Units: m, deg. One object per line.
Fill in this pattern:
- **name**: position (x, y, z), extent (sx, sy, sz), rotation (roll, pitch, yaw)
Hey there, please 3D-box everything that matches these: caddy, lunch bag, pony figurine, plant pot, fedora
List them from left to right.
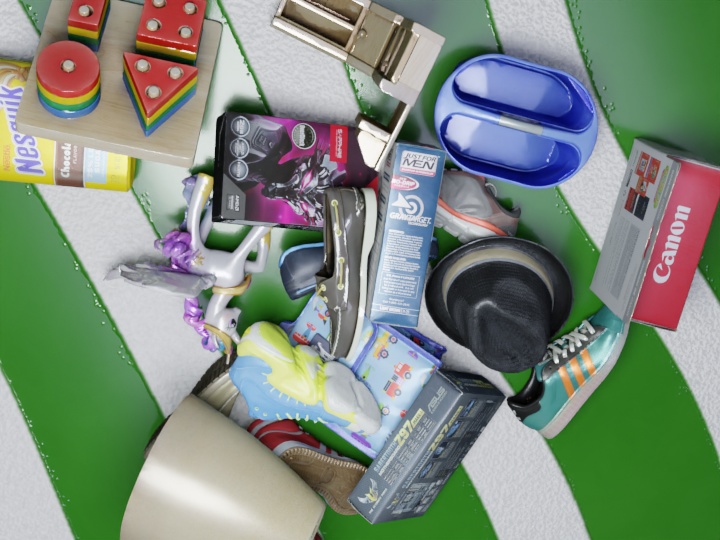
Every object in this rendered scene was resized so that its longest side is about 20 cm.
- **pony figurine**: position (-0.194, -0.008, 1.423), extent (0.191, 0.166, 0.203), rotation (21, 87, -16)
- **plant pot**: position (-0.147, 0.271, 1.372), extent (0.198, 0.187, 0.190), rotation (24, 102, 6)
- **lunch bag**: position (-0.014, 0.116, 1.496), extent (0.198, 0.094, 0.152), rotation (32, 100, 3)
- **fedora**: position (0.173, 0.056, 1.442), extent (0.197, 0.092, 0.203), rotation (-2, 131, -2)
- **caddy**: position (0.182, -0.179, 1.411), extent (0.197, 0.105, 0.143), rotation (13, 104, -7)

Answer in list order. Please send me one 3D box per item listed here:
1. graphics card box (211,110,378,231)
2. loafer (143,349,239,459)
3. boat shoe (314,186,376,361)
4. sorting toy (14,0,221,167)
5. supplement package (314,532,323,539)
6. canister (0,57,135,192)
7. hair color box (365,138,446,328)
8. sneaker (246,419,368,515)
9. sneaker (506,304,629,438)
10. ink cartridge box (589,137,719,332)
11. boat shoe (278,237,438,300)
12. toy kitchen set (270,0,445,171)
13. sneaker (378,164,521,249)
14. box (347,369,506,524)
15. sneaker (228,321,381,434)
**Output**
- **graphics card box**: position (-0.074, -0.112, 1.398), extent (0.197, 0.051, 0.128), rotation (5, 85, -21)
- **loafer**: position (-0.191, 0.180, 1.500), extent (0.068, 0.076, 0.200), rotation (41, 108, -13)
- **boat shoe**: position (-0.024, 0.004, 1.372), extent (0.060, 0.072, 0.205), rotation (3, 101, -14)
- **sorting toy**: position (-0.265, -0.233, 1.328), extent (0.197, 0.070, 0.201), rotation (11, 59, -7)
- **supplement package**: position (-0.109, 0.379, 1.526), extent (0.119, 0.121, 0.201), rotation (-31, 104, 4)
- **canister**: position (-0.363, -0.172, 1.392), extent (0.197, 0.087, 0.151), rotation (5, 103, -6)
- **hair color box**: position (0.049, -0.045, 1.360), extent (0.060, 0.100, 0.203), rotation (8, 99, -6)
- **sneaker**: position (-0.064, 0.244, 1.530), extent (0.199, 0.112, 0.072), rotation (35, 90, -43)
- **sneaker**: position (0.263, 0.117, 1.509), extent (0.079, 0.071, 0.201), rotation (30, 102, -15)
- **ink cartridge box**: position (0.359, -0.040, 1.422), extent (0.083, 0.176, 0.203), rotation (13, 104, -7)
- **boat shoe**: position (0.000, 0.000, 1.455), extent (0.197, 0.084, 0.070), rotation (-9, 77, -2)
- **toy kitchen set**: position (-0.023, -0.229, 1.337), extent (0.178, 0.200, 0.165), rotation (25, 101, -9)
- **sneaker**: position (0.111, -0.096, 1.459), extent (0.199, 0.077, 0.083), rotation (33, 73, -12)
- **box**: position (0.085, 0.220, 1.483), extent (0.051, 0.157, 0.201), rotation (38, 101, 25)
- **sneaker**: position (-0.073, 0.150, 1.434), extent (0.199, 0.076, 0.105), rotation (38, 117, -5)
